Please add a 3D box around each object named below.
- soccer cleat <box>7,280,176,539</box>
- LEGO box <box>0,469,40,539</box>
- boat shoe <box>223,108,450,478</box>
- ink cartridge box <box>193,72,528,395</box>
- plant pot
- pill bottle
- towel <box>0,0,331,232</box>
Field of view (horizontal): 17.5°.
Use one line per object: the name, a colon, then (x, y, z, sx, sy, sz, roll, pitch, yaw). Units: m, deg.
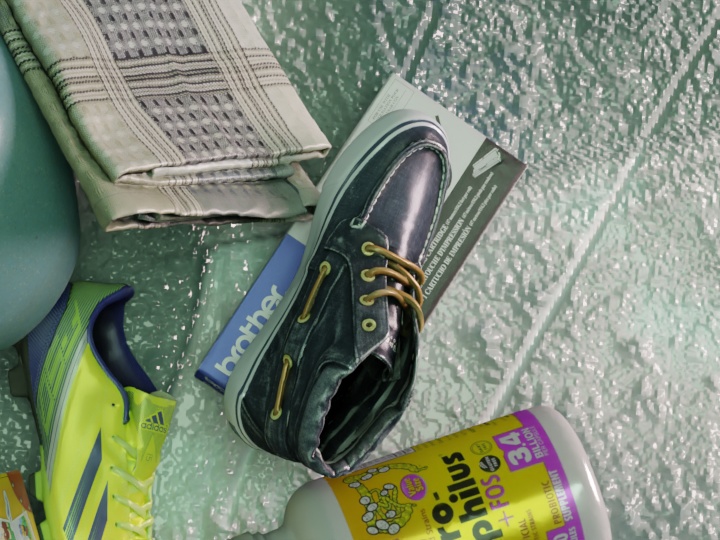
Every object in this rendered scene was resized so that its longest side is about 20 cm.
soccer cleat: (-0.135, 0.103, 1.256, 0.083, 0.065, 0.202, -14, 83, 7)
LEGO box: (-0.226, 0.222, 1.203, 0.148, 0.077, 0.202, -17, 87, 11)
boat shoe: (0.009, 0.014, 1.224, 0.071, 0.091, 0.201, 31, 84, -36)
ink cartridge box: (0.000, 0.000, 1.302, 0.094, 0.044, 0.201, 33, 80, -2)
plant pot: (-0.224, -0.029, 1.214, 0.135, 0.200, 0.201, 41, 78, -36)
pill bottle: (0.028, 0.150, 1.260, 0.198, 0.104, 0.105, -18, 87, -10)
towel: (-0.107, -0.110, 1.223, 0.034, 0.192, 0.201, -36, 73, 29)
